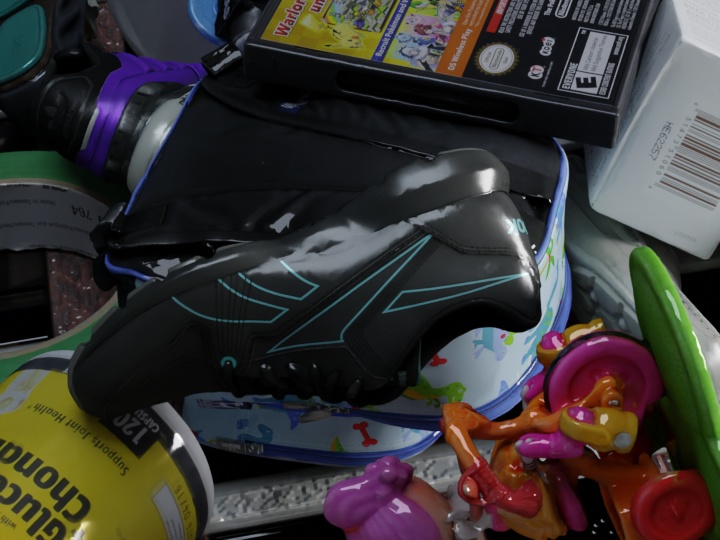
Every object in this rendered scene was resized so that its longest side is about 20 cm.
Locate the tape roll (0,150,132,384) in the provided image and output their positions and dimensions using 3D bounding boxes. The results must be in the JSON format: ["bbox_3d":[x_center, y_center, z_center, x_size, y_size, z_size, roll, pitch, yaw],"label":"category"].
[{"bbox_3d":[-0.186,0.014,0.928,0.200,0.048,0.200,-2,39,2],"label":"tape roll"}]

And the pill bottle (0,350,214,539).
[{"bbox_3d":[-0.158,0.132,0.733,0.112,0.112,0.200,19,44,25],"label":"pill bottle"}]

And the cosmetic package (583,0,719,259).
[{"bbox_3d":[0.169,-0.096,0.941,0.074,0.102,0.200,24,22,-7],"label":"cosmetic package"}]

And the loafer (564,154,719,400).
[{"bbox_3d":[0.134,-0.003,0.906,0.070,0.070,0.200,-26,43,-12],"label":"loafer"}]

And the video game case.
[{"bbox_3d":[0.058,-0.144,0.892,0.181,0.026,0.200,12,43,11],"label":"video game case"}]

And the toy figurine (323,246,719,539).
[{"bbox_3d":[0.057,0.108,0.707,0.184,0.200,0.150,-20,28,0],"label":"toy figurine"}]

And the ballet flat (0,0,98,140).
[{"bbox_3d":[-0.198,-0.150,1.115,0.073,0.073,0.200,-6,40,-3],"label":"ballet flat"}]

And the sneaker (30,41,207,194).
[{"bbox_3d":[-0.123,-0.093,0.970,0.099,0.070,0.200,23,12,5],"label":"sneaker"}]

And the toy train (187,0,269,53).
[{"bbox_3d":[-0.033,-0.190,1.002,0.114,0.087,0.200,15,52,-22],"label":"toy train"}]

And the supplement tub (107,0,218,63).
[{"bbox_3d":[-0.055,-0.205,1.125,0.123,0.123,0.200,28,48,33],"label":"supplement tub"}]

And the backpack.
[{"bbox_3d":[0.000,0.000,0.850,0.200,0.147,0.183,7,43,17],"label":"backpack"}]

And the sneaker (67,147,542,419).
[{"bbox_3d":[-0.022,0.022,0.713,0.200,0.075,0.079,-25,78,3],"label":"sneaker"}]
